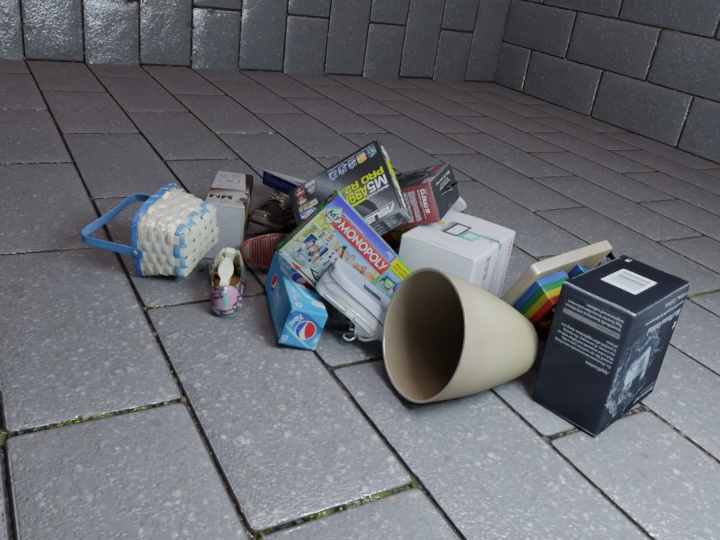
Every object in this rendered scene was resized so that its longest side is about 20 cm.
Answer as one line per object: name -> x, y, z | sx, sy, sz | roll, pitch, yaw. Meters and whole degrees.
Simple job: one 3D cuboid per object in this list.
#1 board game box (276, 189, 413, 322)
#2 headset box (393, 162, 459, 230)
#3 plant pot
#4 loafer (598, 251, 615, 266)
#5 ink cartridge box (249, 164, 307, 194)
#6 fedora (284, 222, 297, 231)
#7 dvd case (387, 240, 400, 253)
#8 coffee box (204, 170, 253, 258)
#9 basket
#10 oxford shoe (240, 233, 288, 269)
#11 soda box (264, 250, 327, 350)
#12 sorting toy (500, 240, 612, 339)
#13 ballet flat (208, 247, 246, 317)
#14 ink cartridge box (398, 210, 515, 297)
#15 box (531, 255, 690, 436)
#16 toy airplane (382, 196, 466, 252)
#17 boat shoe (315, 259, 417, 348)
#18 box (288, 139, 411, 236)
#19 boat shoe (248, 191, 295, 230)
board game box -> -0.021, -0.014, 1.080 | 0.200, 0.134, 0.029 | 45, 10, -25
headset box -> 0.088, -0.135, 1.256 | 0.197, 0.078, 0.149 | -10, 19, 28
plant pot -> 0.164, 0.105, 0.995 | 0.198, 0.190, 0.187 | 10, 20, -34
loafer -> 0.539, -0.026, 1.481 | 0.072, 0.073, 0.200 | 13, 25, 12
ink cartridge box -> -0.131, -0.184, 1.545 | 0.196, 0.048, 0.198 | 27, 15, 39
fedora -> -0.062, -0.117, 1.363 | 0.197, 0.093, 0.201 | 7, -2, 0
dvd case -> 0.086, -0.088, 1.525 | 0.147, 0.016, 0.200 | -8, 30, -30
coffee box -> -0.266, -0.115, 1.350 | 0.078, 0.115, 0.201 | 6, 26, -7
basket -> -0.368, -0.073, 1.192 | 0.197, 0.141, 0.177 | 20, 37, 10
oxford shoe -> -0.148, -0.038, 1.302 | 0.197, 0.072, 0.074 | 0, 7, -33
soda box -> -0.110, 0.046, 1.108 | 0.063, 0.069, 0.201 | 14, 22, -22
sorting toy -> 0.317, 0.055, 1.119 | 0.197, 0.201, 0.070 | -15, 61, -34
ballet flat -> -0.232, 0.004, 1.163 | 0.068, 0.072, 0.201 | 2, 26, -11
ink cartridge box -> 0.172, -0.003, 1.224 | 0.145, 0.149, 0.199 | 21, 27, 26
box -> 0.376, 0.105, 1.003 | 0.195, 0.203, 0.117 | -16, 34, -42
toy airplane -> 0.133, -0.109, 1.407 | 0.199, 0.142, 0.199 | -40, 32, -14
boat shoe -> 0.007, 0.080, 1.067 | 0.201, 0.086, 0.075 | 41, 22, -15
box -> -0.023, -0.117, 1.191 | 0.044, 0.198, 0.162 | 36, 31, -54
boat shoe -> -0.179, -0.130, 1.407 | 0.073, 0.074, 0.200 | 15, 9, 9
